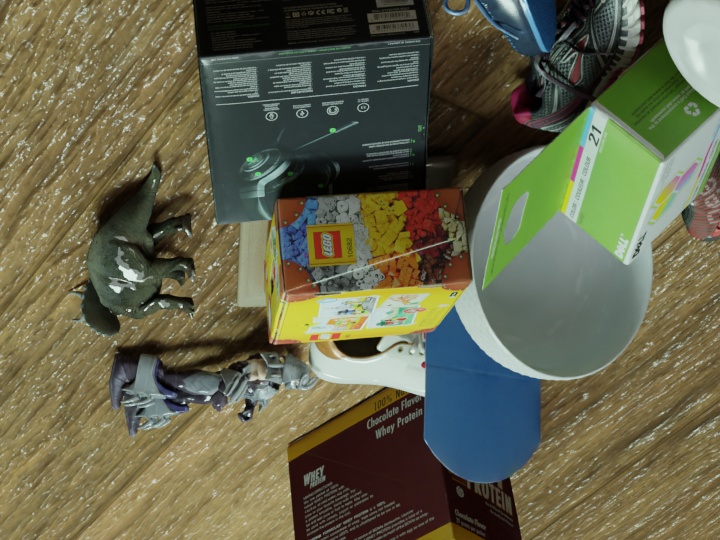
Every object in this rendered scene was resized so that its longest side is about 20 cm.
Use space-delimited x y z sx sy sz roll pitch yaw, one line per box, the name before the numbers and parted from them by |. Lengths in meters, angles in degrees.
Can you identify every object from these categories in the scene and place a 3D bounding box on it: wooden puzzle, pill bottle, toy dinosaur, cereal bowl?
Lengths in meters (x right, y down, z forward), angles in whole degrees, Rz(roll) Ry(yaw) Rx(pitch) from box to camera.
wooden puzzle | -0.015 -0.027 1.389 0.182 0.038 0.201 -2 141 -9
pill bottle | 0.313 -0.209 1.103 0.200 0.111 0.111 -45 145 -18
toy dinosaur | -0.196 -0.003 1.354 0.101 0.078 0.201 -5 145 -15
cereal bowl | 0.152 -0.006 1.347 0.198 0.203 0.083 18 168 -29

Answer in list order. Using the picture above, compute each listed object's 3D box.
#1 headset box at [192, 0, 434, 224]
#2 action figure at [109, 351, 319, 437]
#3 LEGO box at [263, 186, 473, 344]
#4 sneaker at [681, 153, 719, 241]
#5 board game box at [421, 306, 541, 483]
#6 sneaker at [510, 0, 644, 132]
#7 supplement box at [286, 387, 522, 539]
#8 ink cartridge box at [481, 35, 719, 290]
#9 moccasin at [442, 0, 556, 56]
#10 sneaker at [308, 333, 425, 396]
headset box | -0.036 -0.131 1.212 0.172 0.094 0.201 -6 141 -4
action figure | -0.135 0.112 1.505 0.197 0.070 0.130 -6 160 10
LEGO box | 0.000 0.000 1.278 0.147 0.078 0.200 -4 167 -8
sneaker | 0.277 -0.099 1.329 0.097 0.071 0.202 -9 139 0
board game box | 0.103 0.096 1.460 0.157 0.203 0.039 10 168 -42
sneaker | 0.169 -0.176 1.207 0.074 0.081 0.201 0 141 -8
supplement box | 0.045 0.246 1.603 0.196 0.202 0.132 -32 136 27
ink cartridge box | 0.187 -0.061 1.182 0.200 0.076 0.148 -43 160 -23
moccasin | 0.082 -0.239 1.128 0.067 0.081 0.201 -11 126 27
sneaker | 0.052 0.073 1.487 0.197 0.074 0.085 -1 151 -8
